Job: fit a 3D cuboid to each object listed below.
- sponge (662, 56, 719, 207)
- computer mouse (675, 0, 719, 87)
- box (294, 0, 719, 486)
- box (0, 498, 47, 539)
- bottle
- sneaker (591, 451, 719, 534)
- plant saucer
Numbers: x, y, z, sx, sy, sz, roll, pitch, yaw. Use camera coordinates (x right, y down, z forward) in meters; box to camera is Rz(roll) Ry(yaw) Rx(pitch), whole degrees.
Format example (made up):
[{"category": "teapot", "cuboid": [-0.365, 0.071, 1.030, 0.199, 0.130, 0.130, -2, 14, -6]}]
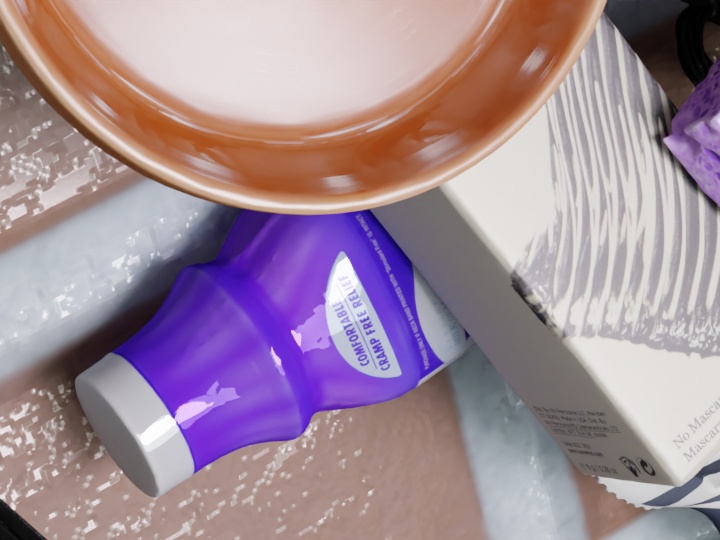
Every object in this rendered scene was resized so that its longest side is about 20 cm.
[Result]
[{"category": "sponge", "cuboid": [0.186, -0.072, 0.854, 0.112, 0.030, 0.200, 47, 61, -16]}, {"category": "computer mouse", "cuboid": [0.091, -0.107, 0.931, 0.200, 0.034, 0.059, 29, 73, -42]}, {"category": "box", "cuboid": [0.051, -0.032, 0.828, 0.082, 0.068, 0.200, -45, 106, -16]}, {"category": "box", "cuboid": [-0.154, 0.152, 0.756, 0.200, 0.193, 0.048, -37, 122, -16]}, {"category": "bottle", "cuboid": [0.000, 0.000, 0.882, 0.200, 0.065, 0.084, -34, 116, -19]}, {"category": "sneaker", "cuboid": [0.146, 0.030, 0.957, 0.130, 0.080, 0.199, -43, 129, 14]}, {"category": "plant saucer", "cuboid": [-0.019, -0.116, 0.744, 0.200, 0.032, 0.201, 0, 91, -23]}]
